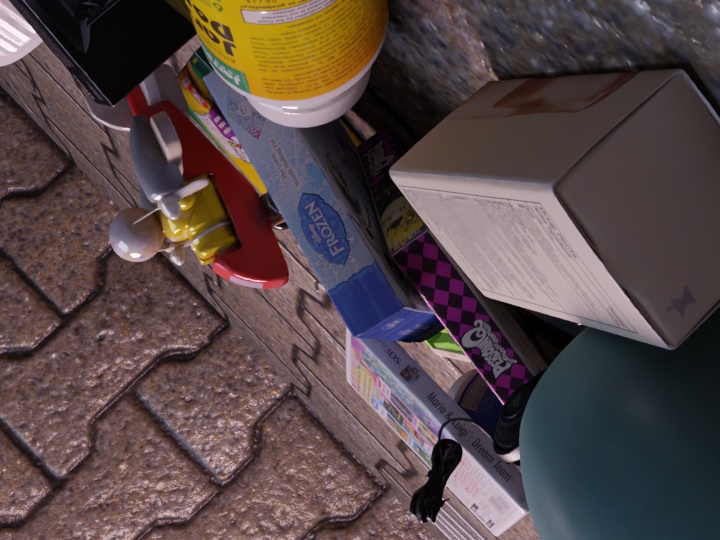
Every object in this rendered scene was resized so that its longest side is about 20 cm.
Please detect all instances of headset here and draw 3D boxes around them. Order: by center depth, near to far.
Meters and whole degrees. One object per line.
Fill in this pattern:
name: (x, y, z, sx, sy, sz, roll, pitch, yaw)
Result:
headset: (0.124, 0.128, 0.858, 0.199, 0.094, 0.124, -1, 137, 42)

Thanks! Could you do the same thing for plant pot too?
plant pot: (0.176, 0.106, 0.685, 0.161, 0.200, 0.201, 50, 173, 38)

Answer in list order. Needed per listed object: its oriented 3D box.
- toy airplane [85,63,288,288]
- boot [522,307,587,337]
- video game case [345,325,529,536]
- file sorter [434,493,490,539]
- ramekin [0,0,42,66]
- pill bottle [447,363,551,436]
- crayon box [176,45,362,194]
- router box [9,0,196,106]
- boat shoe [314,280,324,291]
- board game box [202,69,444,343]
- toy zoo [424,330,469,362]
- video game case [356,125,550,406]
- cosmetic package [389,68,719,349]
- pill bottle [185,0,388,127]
toy airplane: (-0.157, -0.072, 1.108, 0.199, 0.141, 0.200, 33, 164, 46)
boot: (0.163, 0.053, 0.881, 0.200, 0.066, 0.165, 49, 171, -35)
video game case: (0.057, 0.123, 1.033, 0.182, 0.024, 0.200, 46, 169, 11)
file sorter: (0.149, 0.229, 1.376, 0.139, 0.125, 0.200, 43, 168, 14)
ramekin: (-0.302, -0.266, 1.165, 0.094, 0.203, 0.202, 40, 174, -32)
pill bottle: (0.137, 0.128, 1.093, 0.112, 0.112, 0.200, 49, 168, -12)
crayon box: (-0.078, -0.121, 1.159, 0.173, 0.058, 0.200, 48, 169, -8)
router box: (-0.168, -0.230, 0.859, 0.200, 0.157, 0.052, 52, 168, -22)
boat shoe: (0.000, 0.000, 1.115, 0.075, 0.062, 0.200, 46, -167, -30)
board game box: (-0.013, -0.044, 0.944, 0.200, 0.043, 0.200, 60, -170, 11)
toy zoo: (0.035, 0.005, 1.282, 0.200, 0.020, 0.131, 49, 169, -10)
video game case: (0.074, 0.012, 0.959, 0.200, 0.036, 0.181, 52, -169, -27)
cosmetic package: (0.106, -0.037, 0.688, 0.103, 0.087, 0.200, 52, 169, -18)
pill bottle: (-0.042, -0.160, 0.745, 0.113, 0.113, 0.200, 43, 169, 17)
